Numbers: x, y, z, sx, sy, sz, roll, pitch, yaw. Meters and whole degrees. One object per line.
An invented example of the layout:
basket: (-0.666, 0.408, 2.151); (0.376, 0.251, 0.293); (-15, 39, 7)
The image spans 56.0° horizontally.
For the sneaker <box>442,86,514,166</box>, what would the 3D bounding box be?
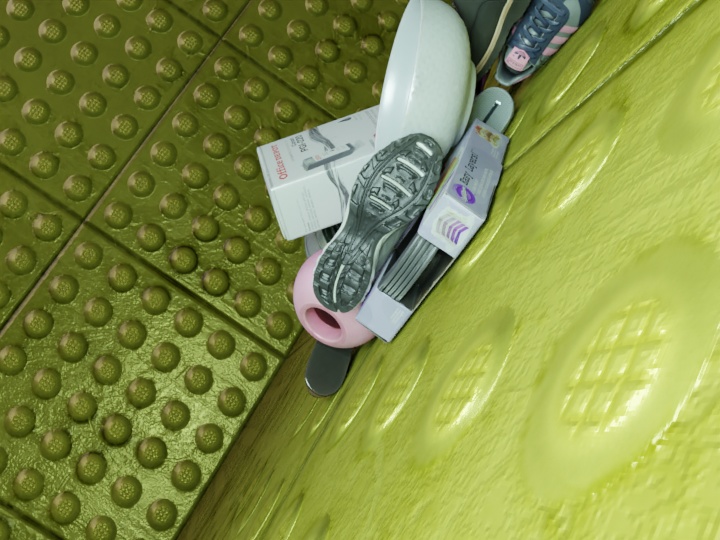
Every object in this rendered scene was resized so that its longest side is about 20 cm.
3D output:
sneaker: (0.121, -0.136, 0.849); (0.201, 0.073, 0.071); (-48, -4, 9)

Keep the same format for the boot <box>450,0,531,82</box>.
boot: (0.113, -0.311, 0.767); (0.201, 0.136, 0.079); (118, 175, -60)

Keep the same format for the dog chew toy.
dog chew toy: (0.000, 0.000, 0.853); (0.201, 0.124, 0.125); (-55, 2, -40)

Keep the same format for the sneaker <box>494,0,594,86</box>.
sneaker: (0.204, -0.271, 0.771); (0.083, 0.070, 0.200); (-53, -5, -6)

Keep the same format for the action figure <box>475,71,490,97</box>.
action figure: (0.190, -0.353, 1.021); (0.202, 0.147, 0.134); (-57, 2, -25)

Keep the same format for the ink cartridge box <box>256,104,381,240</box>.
ink cartridge box: (-0.032, -0.137, 0.920); (0.196, 0.086, 0.146); (-21, 35, -4)

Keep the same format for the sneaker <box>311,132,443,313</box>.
sneaker: (0.016, -0.054, 0.702); (0.202, 0.073, 0.079); (-57, -2, 19)

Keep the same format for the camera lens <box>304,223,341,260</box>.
camera lens: (-0.005, -0.057, 1.069); (0.162, 0.158, 0.200); (-58, 3, -16)

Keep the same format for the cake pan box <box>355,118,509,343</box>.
cake pan box: (0.077, -0.043, 0.719); (0.186, 0.052, 0.201); (-58, 3, 38)

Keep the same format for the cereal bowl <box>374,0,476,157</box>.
cereal bowl: (0.076, -0.194, 0.756); (0.200, 0.081, 0.205); (-170, 90, -82)

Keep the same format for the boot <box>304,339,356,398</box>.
boot: (-0.023, 0.078, 0.918); (0.203, 0.072, 0.076); (-62, -1, -21)
